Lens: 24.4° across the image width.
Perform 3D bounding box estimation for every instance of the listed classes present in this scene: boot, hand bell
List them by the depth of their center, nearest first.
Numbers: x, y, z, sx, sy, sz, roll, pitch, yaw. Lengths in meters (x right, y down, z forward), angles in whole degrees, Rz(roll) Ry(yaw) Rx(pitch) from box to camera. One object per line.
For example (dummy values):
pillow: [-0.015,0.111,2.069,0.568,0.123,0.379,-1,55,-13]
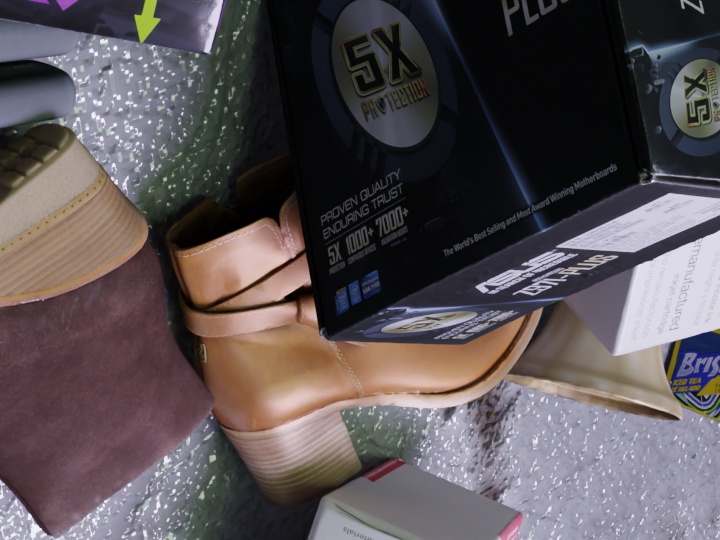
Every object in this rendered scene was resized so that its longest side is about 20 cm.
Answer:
boot: [-0.155,0.056,0.670,0.200,0.072,0.167,-38,131,-23]
boot: [0.000,0.000,0.803,0.199,0.077,0.156,-32,123,-21]
hand bell: [0.150,-0.026,0.929,0.104,0.104,0.201,21,80,-46]

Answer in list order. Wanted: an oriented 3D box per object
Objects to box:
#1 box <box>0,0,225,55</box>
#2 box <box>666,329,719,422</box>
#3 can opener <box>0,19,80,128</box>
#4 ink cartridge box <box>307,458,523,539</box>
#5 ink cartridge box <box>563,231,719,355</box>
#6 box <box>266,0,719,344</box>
box: [-0.097,-0.181,0.578,0.142,0.036,0.201,7,120,-20]
box: [0.286,0.069,1.089,0.199,0.070,0.065,7,100,-45]
can opener: [-0.187,-0.073,0.601,0.199,0.066,0.053,-15,121,-48]
ink cartridge box: [0.004,0.210,0.836,0.146,0.084,0.201,-6,117,-75]
ink cartridge box: [0.182,-0.077,0.811,0.199,0.146,0.147,-13,132,-23]
box: [0.060,-0.075,0.679,0.086,0.200,0.165,3,70,-38]
